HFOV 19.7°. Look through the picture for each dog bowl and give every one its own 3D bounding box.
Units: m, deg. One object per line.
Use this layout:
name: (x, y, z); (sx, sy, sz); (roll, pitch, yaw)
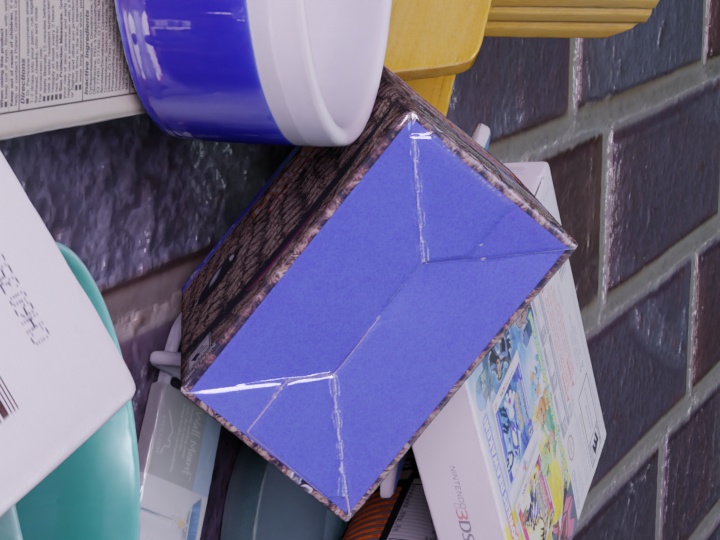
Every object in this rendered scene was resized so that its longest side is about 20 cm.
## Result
dog bowl: (-0.041, -0.154, 0.879); (0.200, 0.078, 0.202); (2, 90, -78)

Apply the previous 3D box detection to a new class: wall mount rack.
wall mount rack: (-0.061, 0.124, 1.096); (0.174, 0.074, 0.202); (33, 64, -58)

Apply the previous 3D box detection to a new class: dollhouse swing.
dollhouse swing: (0.083, -0.122, 1.194); (0.200, 0.174, 0.183); (113, -9, -70)

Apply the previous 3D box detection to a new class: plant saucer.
plant saucer: (-0.038, 0.150, 1.231); (0.200, 0.036, 0.202); (6, 90, -69)

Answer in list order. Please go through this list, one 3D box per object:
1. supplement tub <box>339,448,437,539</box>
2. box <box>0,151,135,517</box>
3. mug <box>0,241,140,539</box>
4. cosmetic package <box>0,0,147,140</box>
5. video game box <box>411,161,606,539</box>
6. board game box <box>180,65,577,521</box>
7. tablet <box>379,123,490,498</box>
supplement tub: (0.046, 0.179, 1.236); (0.201, 0.122, 0.123); (-62, 149, -44)
box: (-0.197, 0.012, 0.566); (0.201, 0.130, 0.199); (60, 30, -8)
mug: (-0.161, 0.075, 0.758); (0.185, 0.113, 0.153); (-59, 140, -73)
cosmetic package: (-0.161, -0.103, 0.788); (0.200, 0.087, 0.104); (-20, 113, -68)
video game box: (0.081, 0.074, 1.130); (0.183, 0.046, 0.201); (-66, 148, -49)
board game box: (0.000, 0.000, 0.979); (0.160, 0.097, 0.200); (-50, -169, 6)
tablet: (0.042, 0.020, 1.175); (0.201, 0.014, 0.131); (-67, 167, -51)
